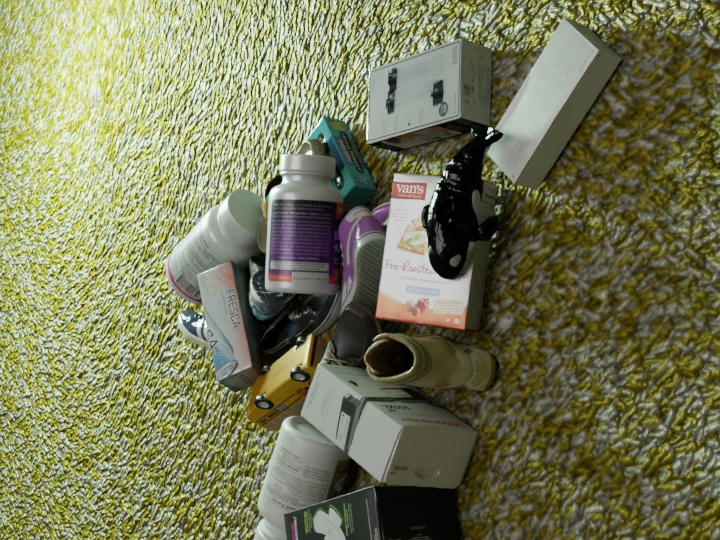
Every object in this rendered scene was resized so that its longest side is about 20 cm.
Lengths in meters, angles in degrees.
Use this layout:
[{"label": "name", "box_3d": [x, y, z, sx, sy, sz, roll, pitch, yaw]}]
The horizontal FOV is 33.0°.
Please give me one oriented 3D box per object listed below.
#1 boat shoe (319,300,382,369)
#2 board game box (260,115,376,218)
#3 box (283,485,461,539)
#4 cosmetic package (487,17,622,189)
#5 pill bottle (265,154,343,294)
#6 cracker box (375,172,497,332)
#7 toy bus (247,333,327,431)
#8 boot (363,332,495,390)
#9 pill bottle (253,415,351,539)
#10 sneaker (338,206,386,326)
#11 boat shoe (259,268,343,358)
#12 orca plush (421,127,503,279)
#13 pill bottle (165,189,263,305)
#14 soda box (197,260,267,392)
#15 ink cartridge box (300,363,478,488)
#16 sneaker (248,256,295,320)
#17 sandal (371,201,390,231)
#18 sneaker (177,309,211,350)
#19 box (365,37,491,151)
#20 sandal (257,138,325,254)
[{"label": "boat shoe", "box_3d": [-0.019, 0.137, 1.724, 0.074, 0.073, 0.201, 25, 128, 25]}, {"label": "board game box", "box_3d": [-0.069, -0.116, 1.906, 0.200, 0.047, 0.152, -50, 48, 33]}, {"label": "box", "box_3d": [0.016, 0.365, 1.620, 0.200, 0.148, 0.125, -26, 65, 45]}, {"label": "cosmetic package", "box_3d": [0.241, -0.208, 1.536, 0.201, 0.050, 0.083, -59, 41, 26]}, {"label": "pill bottle", "box_3d": [-0.082, -0.067, 1.790, 0.111, 0.111, 0.202, 3, 91, 51]}, {"label": "cracker box", "box_3d": [0.102, -0.025, 1.630, 0.133, 0.058, 0.202, 6, 87, 27]}, {"label": "toy bus", "box_3d": [-0.102, 0.172, 1.845, 0.200, 0.078, 0.065, -40, 31, 44]}, {"label": "boot", "box_3d": [0.059, 0.118, 1.611, 0.199, 0.155, 0.073, 9, 90, 52]}, {"label": "pill bottle", "box_3d": [-0.088, 0.326, 1.785, 0.114, 0.114, 0.201, 31, 107, 49]}, {"label": "sneaker", "box_3d": [0.001, 0.000, 1.761, 0.115, 0.072, 0.201, -116, 30, -47]}, {"label": "boat shoe", "box_3d": [-0.088, 0.071, 1.883, 0.200, 0.056, 0.069, -51, 47, 32]}, {"label": "orca plush", "box_3d": [0.127, -0.090, 1.551, 0.105, 0.071, 0.201, 32, 99, 25]}, {"label": "pill bottle", "box_3d": [-0.233, -0.040, 2.041, 0.200, 0.113, 0.114, -43, 52, 37]}, {"label": "soda box", "box_3d": [-0.205, 0.088, 1.952, 0.068, 0.064, 0.201, -23, 59, 14]}, {"label": "ink cartridge box", "box_3d": [0.038, 0.206, 1.629, 0.200, 0.144, 0.085, 32, 107, 49]}, {"label": "sneaker", "box_3d": [-0.139, 0.043, 1.917, 0.200, 0.077, 0.087, -110, 26, -73]}, {"label": "sandal", "box_3d": [0.064, -0.053, 1.723, 0.202, 0.050, 0.083, 21, 99, 49]}, {"label": "sneaker", "box_3d": [-0.233, 0.095, 2.051, 0.200, 0.075, 0.085, 30, 108, 39]}, {"label": "box", "box_3d": [0.094, -0.245, 1.719, 0.199, 0.060, 0.118, -10, 75, 49]}, {"label": "sandal", "box_3d": [-0.119, -0.118, 1.887, 0.080, 0.054, 0.201, 51, 122, 43]}]
